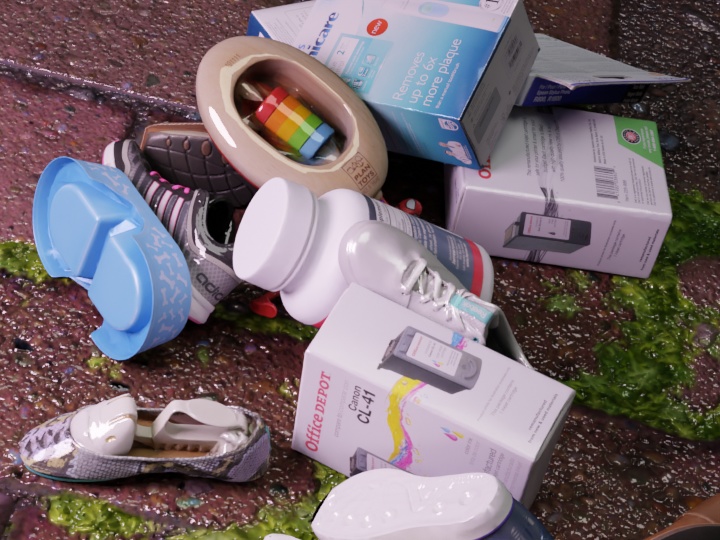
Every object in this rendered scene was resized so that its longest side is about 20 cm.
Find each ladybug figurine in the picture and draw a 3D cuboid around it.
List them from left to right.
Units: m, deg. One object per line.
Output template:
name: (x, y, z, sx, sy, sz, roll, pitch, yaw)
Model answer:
ladybug figurine: (-0.063, -0.120, 1.749, 0.200, 0.072, 0.136, 43, 60, 4)

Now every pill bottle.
pill bottle: (0.000, 0.000, 1.660, 0.200, 0.120, 0.120, 22, 38, -24)

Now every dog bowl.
dog bowl: (-0.209, -0.014, 1.671, 0.050, 0.112, 0.200, -7, 45, -40)

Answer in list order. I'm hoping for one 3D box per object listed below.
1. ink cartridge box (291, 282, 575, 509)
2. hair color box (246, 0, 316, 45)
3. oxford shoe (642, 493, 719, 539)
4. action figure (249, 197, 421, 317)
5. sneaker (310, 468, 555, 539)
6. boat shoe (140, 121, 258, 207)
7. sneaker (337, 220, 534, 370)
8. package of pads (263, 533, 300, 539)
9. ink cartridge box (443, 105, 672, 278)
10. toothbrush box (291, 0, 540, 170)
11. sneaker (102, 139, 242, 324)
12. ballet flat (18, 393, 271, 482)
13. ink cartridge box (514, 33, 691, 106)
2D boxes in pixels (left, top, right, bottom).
ink cartridge box: (0.054, 0.119, 1.569, 0.200, 0.148, 0.086, 24, 52, 11)
hair color box: (-0.006, -0.225, 1.982, 0.200, 0.061, 0.100, -14, 50, -28)
oxford shoe: (0.277, 0.221, 1.604, 0.200, 0.071, 0.071, -14, 22, -28)
action figure: (-0.001, -0.020, 1.749, 0.099, 0.065, 0.200, 7, 28, 45)
sneaker: (0.069, 0.226, 1.522, 0.200, 0.147, 0.081, -9, 37, 43)
boat shoe: (-0.105, -0.104, 1.825, 0.200, 0.076, 0.074, 10, 37, -18)
sneaker: (0.071, 0.030, 1.577, 0.200, 0.088, 0.075, 44, 69, -15)
package of pads: (-0.002, 0.287, 1.438, 0.200, 0.068, 0.155, 18, 43, 3)
ink cartridge box: (0.181, -0.082, 1.867, 0.200, 0.084, 0.146, 8, 43, -7)
toothbrush box: (0.043, -0.190, 1.828, 0.200, 0.085, 0.147, 14, 64, 29)
sneaker: (-0.155, -0.048, 1.721, 0.087, 0.074, 0.200, -34, 57, 2)
ballet flat: (-0.167, 0.127, 1.560, 0.200, 0.072, 0.072, 3, 44, -13)
ink cartridge box: (0.187, -0.191, 1.937, 0.199, 0.041, 0.200, -7, 23, -45)
